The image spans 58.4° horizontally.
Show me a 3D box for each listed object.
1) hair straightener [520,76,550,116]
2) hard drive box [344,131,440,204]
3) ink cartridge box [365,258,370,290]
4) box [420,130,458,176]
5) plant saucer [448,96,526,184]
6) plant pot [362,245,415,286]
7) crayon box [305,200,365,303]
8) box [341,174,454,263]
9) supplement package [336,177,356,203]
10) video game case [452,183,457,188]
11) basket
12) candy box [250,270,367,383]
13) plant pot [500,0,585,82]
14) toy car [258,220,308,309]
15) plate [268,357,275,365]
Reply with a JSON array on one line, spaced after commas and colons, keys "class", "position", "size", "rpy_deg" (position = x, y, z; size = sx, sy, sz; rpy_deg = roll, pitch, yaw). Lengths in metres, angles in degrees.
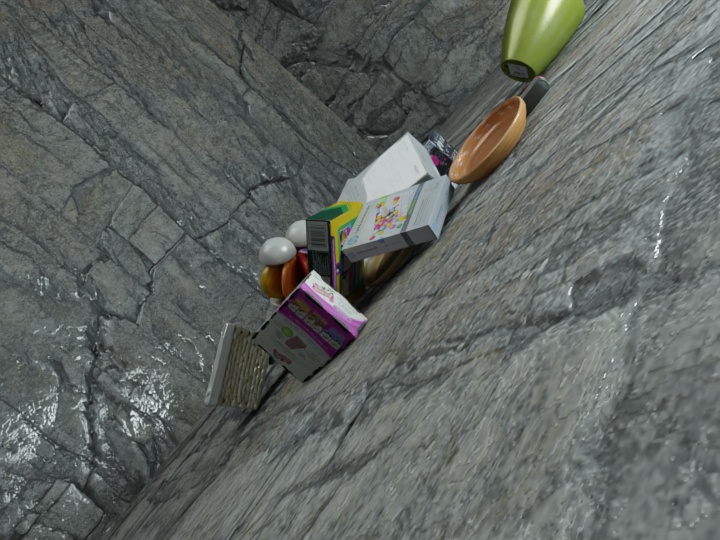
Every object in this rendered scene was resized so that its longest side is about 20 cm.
[{"class": "hair straightener", "position": [0.304, -0.302, 1.298], "size": [0.200, 0.041, 0.077], "rpy_deg": [-47, 6, 21]}, {"class": "hard drive box", "position": [0.074, -0.185, 1.447], "size": [0.200, 0.077, 0.156], "rpy_deg": [-38, 44, 22]}, {"class": "ink cartridge box", "position": [0.000, 0.000, 1.496], "size": [0.116, 0.067, 0.200], "rpy_deg": [-52, 7, -33]}, {"class": "box", "position": [0.150, -0.223, 1.581], "size": [0.200, 0.115, 0.132], "rpy_deg": [-48, 7, 25]}, {"class": "plant saucer", "position": [0.248, -0.242, 1.234], "size": [0.200, 0.037, 0.200], "rpy_deg": [-50, 14, 18]}, {"class": "plant pot", "position": [0.073, -0.047, 1.323], "size": [0.200, 0.027, 0.200], "rpy_deg": [-53, 14, 19]}, {"class": "crayon box", "position": [-0.047, -0.026, 1.310], "size": [0.173, 0.058, 0.201], "rpy_deg": [-40, -48, -63]}, {"class": "box", "position": [0.073, -0.099, 1.249], "size": [0.200, 0.041, 0.156], "rpy_deg": [-16, 35, 36]}, {"class": "supplement package", "position": [0.008, -0.138, 1.697], "size": [0.121, 0.120, 0.200], "rpy_deg": [-2, 50, 34]}, {"class": "video game case", "position": [0.136, -0.107, 1.410], "size": [0.143, 0.018, 0.200], "rpy_deg": [-43, 9, 46]}, {"class": "basket", "position": [-0.296, 0.241, 1.575], "size": [0.136, 0.123, 0.201], "rpy_deg": [147, 137, -70]}, {"class": "candy box", "position": [-0.098, 0.108, 1.192], "size": [0.200, 0.136, 0.061], "rpy_deg": [-43, 7, 41]}, {"class": "plant pot", "position": [0.431, -0.578, 1.601], "size": [0.201, 0.187, 0.187], "rpy_deg": [-65, 8, -9]}, {"class": "toy car", "position": [-0.118, -0.002, 1.422], "size": [0.150, 0.176, 0.200], "rpy_deg": [14, 38, 38]}, {"class": "plate", "position": [-0.190, 0.145, 1.630], "size": [0.200, 0.026, 0.200], "rpy_deg": [-56, 12, 18]}]
